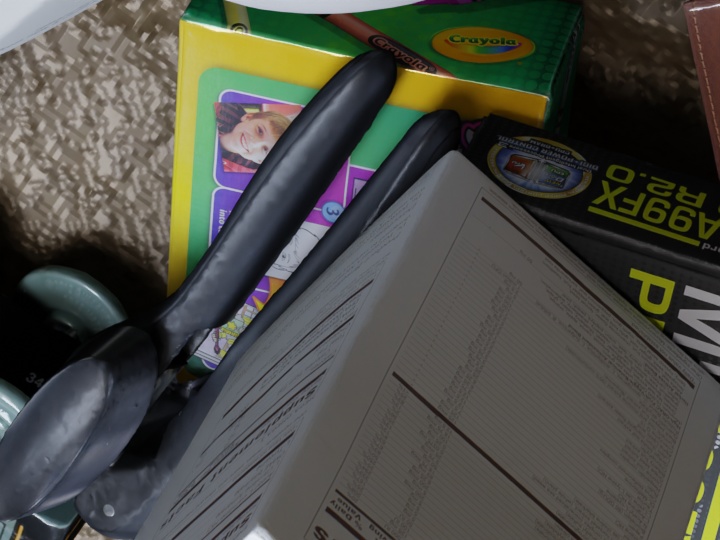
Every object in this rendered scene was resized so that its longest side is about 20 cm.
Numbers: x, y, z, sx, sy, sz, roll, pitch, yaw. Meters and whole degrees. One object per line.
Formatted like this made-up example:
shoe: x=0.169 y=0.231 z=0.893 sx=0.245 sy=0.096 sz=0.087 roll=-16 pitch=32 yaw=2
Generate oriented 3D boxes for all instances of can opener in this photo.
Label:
can opener: x=-0.036 y=0.015 z=0.914 sx=0.063 sy=0.079 sz=0.200 roll=44 pitch=116 yaw=-3

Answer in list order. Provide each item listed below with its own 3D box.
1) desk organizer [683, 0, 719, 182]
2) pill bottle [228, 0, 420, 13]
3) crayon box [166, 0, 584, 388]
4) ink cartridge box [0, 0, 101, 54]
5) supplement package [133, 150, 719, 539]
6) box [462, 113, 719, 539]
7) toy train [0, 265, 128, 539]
desk organizer: x=0.159 y=-0.013 z=0.900 sx=0.077 sy=0.072 sz=0.201 roll=-3 pitch=121 yaw=22
pill bottle: x=-0.011 y=-0.182 z=0.814 sx=0.115 sy=0.116 sz=0.201 roll=4 pitch=123 yaw=15
crayon box: x=0.000 y=0.000 z=0.966 sx=0.118 sy=0.058 sz=0.201 roll=13 pitch=125 yaw=9
ink cartridge box: x=-0.070 y=-0.157 z=0.732 sx=0.200 sy=0.083 sz=0.146 roll=-29 pitch=93 yaw=53
supplement package: x=0.008 y=0.078 z=0.791 sx=0.114 sy=0.200 sz=0.110 roll=41 pitch=122 yaw=-7
box: x=0.090 y=0.065 z=0.909 sx=0.160 sy=0.044 sz=0.201 roll=19 pitch=128 yaw=11
toy train: x=-0.165 y=0.033 z=1.026 sx=0.199 sy=0.085 sz=0.114 roll=29 pitch=136 yaw=4
